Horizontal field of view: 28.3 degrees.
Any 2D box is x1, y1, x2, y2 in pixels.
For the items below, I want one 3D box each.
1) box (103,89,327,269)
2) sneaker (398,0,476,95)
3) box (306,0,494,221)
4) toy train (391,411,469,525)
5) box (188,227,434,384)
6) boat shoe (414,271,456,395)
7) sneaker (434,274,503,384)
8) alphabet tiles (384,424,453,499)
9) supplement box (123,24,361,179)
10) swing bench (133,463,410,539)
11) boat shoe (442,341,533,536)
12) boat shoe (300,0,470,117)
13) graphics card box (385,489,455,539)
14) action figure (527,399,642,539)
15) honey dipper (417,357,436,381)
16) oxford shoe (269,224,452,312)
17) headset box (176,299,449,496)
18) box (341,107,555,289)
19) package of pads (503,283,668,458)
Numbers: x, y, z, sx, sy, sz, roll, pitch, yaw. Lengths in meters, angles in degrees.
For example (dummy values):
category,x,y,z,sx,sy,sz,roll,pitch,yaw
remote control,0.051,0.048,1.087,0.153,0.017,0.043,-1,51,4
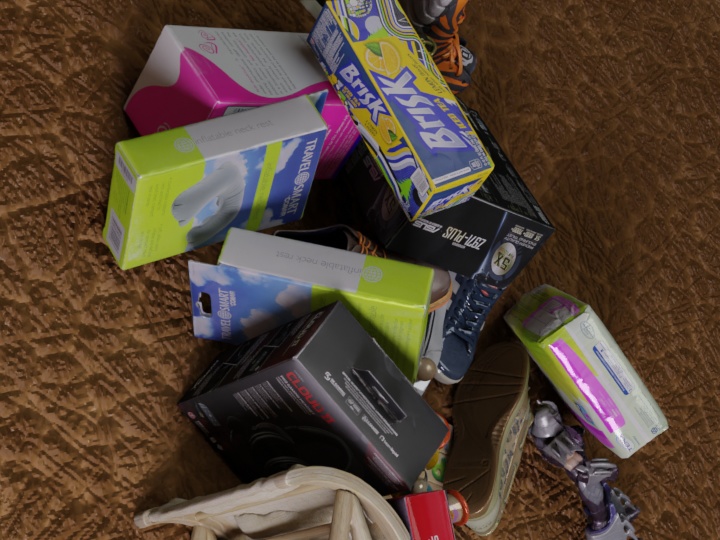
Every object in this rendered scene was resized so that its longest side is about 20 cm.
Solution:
category,x,y,z,sx,sy,sz,roll,pitch,yaw
box,-0.114,-0.078,1.212,0.200,0.122,0.048,-18,59,-29
sneaker,0.083,-0.245,1.436,0.112,0.200,0.078,16,56,-29
box,0.034,-0.148,1.257,0.070,0.064,0.200,-21,73,-27
toy train,0.043,0.167,1.288,0.055,0.150,0.201,-12,89,-23
box,-0.042,0.030,1.216,0.199,0.122,0.048,12,54,5
boat shoe,0.044,0.043,1.394,0.068,0.074,0.200,30,62,-22
sneaker,0.117,0.020,1.463,0.075,0.084,0.200,34,54,-30
alphabet tiles,0.011,0.196,1.351,0.200,0.008,0.168,25,58,-35
supplement box,-0.095,-0.150,1.295,0.200,0.103,0.101,-4,50,-45
swing bench,-0.064,0.265,1.117,0.130,0.199,0.201,7,70,-42
boat shoe,0.130,0.166,1.438,0.063,0.073,0.200,55,46,-46
boat shoe,0.035,-0.211,1.358,0.201,0.061,0.072,41,11,-10
graphics card box,-0.002,0.258,1.177,0.051,0.200,0.126,-2,77,-44
action figure,0.232,0.209,1.494,0.200,0.069,0.130,58,5,-24
honey dipper,-0.004,0.045,1.293,0.200,0.038,0.038,40,51,-27
oxford shoe,0.000,0.000,1.321,0.199,0.073,0.071,3,52,-21
headset box,-0.036,0.120,1.192,0.149,0.200,0.077,50,51,-15
box,0.072,-0.093,1.403,0.163,0.086,0.200,18,31,-38
package of pads,0.224,0.096,1.464,0.068,0.200,0.155,-36,98,-1
